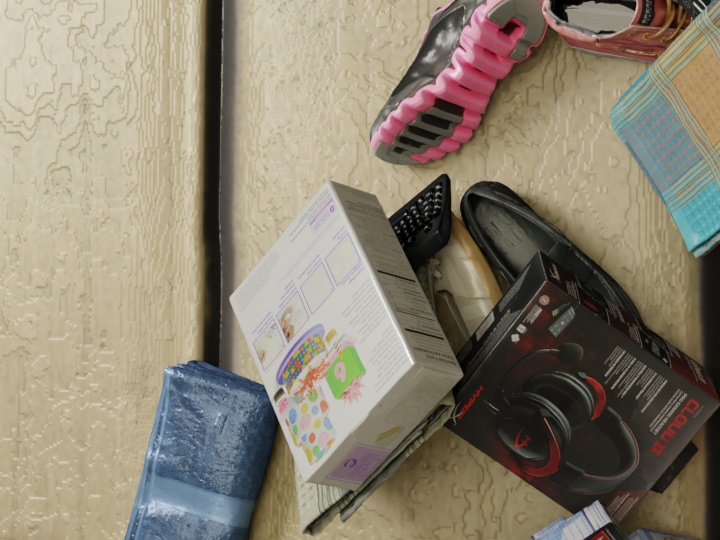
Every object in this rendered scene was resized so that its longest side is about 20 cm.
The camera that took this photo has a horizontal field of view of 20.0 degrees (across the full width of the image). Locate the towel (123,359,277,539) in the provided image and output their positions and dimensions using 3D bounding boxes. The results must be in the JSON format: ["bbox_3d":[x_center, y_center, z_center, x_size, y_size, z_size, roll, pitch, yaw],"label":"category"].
[{"bbox_3d":[-0.141,0.187,1.799,0.111,0.048,0.202,16,93,18],"label":"towel"}]

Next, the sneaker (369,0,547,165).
[{"bbox_3d":[0.075,-0.177,1.737,0.200,0.079,0.096,-47,41,21],"label":"sneaker"}]

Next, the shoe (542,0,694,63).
[{"bbox_3d":[0.248,-0.202,1.658,0.198,0.091,0.072,7,90,19],"label":"shoe"}]

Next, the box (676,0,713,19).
[{"bbox_3d":[0.322,-0.264,1.589,0.148,0.125,0.200,-35,74,-21],"label":"box"}]

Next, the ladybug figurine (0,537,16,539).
[{"bbox_3d":[-0.348,0.320,1.852,0.199,0.072,0.137,-34,77,14],"label":"ladybug figurine"}]

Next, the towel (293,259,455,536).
[{"bbox_3d":[0.008,0.100,1.684,0.192,0.034,0.201,-44,33,29],"label":"towel"}]

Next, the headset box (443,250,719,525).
[{"bbox_3d":[0.179,0.105,1.639,0.199,0.075,0.149,35,106,-12],"label":"headset box"}]

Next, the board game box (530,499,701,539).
[{"bbox_3d":[0.184,0.261,1.628,0.199,0.200,0.062,-34,41,2],"label":"board game box"}]

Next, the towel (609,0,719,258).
[{"bbox_3d":[0.275,-0.112,1.610,0.022,0.200,0.148,-23,76,-28],"label":"towel"}]

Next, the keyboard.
[{"bbox_3d":[0.000,0.000,1.706,0.200,0.039,0.105,-41,34,34],"label":"keyboard"}]

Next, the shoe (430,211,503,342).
[{"bbox_3d":[0.092,0.025,1.711,0.053,0.070,0.201,-29,81,0],"label":"shoe"}]

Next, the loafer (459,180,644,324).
[{"bbox_3d":[0.156,0.005,1.691,0.201,0.070,0.068,46,102,13],"label":"loafer"}]

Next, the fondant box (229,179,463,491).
[{"bbox_3d":[-0.015,0.051,1.622,0.144,0.058,0.201,-48,46,27],"label":"fondant box"}]
